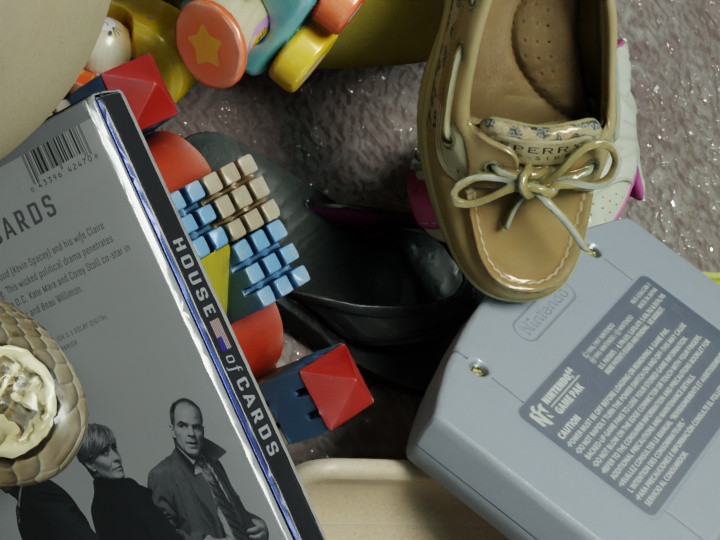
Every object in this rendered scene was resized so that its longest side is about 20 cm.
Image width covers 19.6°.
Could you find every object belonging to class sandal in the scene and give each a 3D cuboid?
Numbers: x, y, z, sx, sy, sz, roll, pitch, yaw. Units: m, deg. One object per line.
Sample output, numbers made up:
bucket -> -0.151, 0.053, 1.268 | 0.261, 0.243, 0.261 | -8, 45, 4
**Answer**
sandal -> -0.001, 0.001, 0.894 | 0.200, 0.048, 0.076 | 24, 63, -35

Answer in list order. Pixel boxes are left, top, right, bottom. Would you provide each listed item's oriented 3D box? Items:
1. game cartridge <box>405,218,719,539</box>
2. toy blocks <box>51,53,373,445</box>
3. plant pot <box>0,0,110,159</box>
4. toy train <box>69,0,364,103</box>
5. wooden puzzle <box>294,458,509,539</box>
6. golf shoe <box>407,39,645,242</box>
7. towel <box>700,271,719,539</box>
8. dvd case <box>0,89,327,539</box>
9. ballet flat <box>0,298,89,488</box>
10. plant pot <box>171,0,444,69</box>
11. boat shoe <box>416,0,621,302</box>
game cartridge -> 0.103, 0.053, 0.851 | 0.133, 0.042, 0.200 | 34, 36, 12
toy blocks -> -0.078, 0.004, 0.779 | 0.100, 0.136, 0.201 | -30, 94, -40
plant pot -> -0.157, -0.109, 0.682 | 0.134, 0.199, 0.202 | 0, 74, -63
toy train -> -0.096, -0.120, 0.788 | 0.056, 0.199, 0.151 | -52, 132, -41
wooden puzzle -> 0.031, 0.174, 0.845 | 0.184, 0.046, 0.202 | 5, 94, -33
golf shoe -> 0.086, -0.042, 0.944 | 0.200, 0.075, 0.092 | -39, 113, -55
towel -> 0.135, 0.096, 0.928 | 0.142, 0.023, 0.202 | 2, 77, 3
dvd case -> -0.102, 0.057, 0.737 | 0.025, 0.150, 0.201 | -25, 92, -61
ballet flat -> -0.180, 0.008, 0.703 | 0.199, 0.046, 0.068 | 34, 77, 8
plant pot -> -0.017, -0.162, 0.867 | 0.141, 0.200, 0.201 | -28, 93, -12
boat shoe -> 0.062, -0.076, 0.788 | 0.073, 0.063, 0.201 | -8, 112, -10
